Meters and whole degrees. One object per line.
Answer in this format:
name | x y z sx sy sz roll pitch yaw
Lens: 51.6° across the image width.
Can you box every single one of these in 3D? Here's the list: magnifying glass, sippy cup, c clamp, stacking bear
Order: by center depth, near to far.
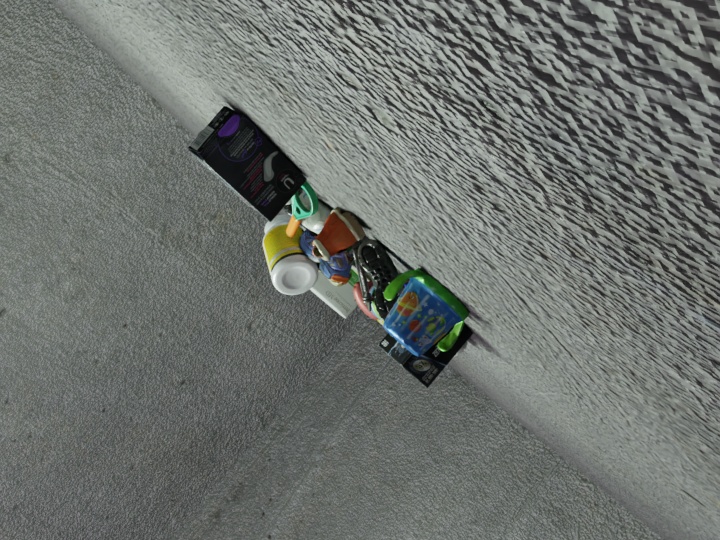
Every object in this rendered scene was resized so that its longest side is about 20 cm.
sippy cup | 0.117 0.089 1.432 0.178 0.130 0.140 41 177 1
magnifying glass | -0.138 -0.132 1.664 0.080 0.022 0.200 53 153 12
c clamp | 0.000 0.000 1.681 0.171 0.027 0.201 -140 37 -83
stacking bear | 0.084 0.067 1.752 0.200 0.121 0.114 1 110 66

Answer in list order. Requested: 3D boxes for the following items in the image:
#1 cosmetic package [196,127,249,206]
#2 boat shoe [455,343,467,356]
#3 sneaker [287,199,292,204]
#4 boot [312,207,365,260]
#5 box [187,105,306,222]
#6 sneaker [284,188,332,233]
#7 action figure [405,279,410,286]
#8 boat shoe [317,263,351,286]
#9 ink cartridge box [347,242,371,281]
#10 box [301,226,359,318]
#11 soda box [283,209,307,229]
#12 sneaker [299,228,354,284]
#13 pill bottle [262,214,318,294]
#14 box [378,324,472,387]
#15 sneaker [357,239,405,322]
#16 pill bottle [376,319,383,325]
cosmetic package | -0.307 -0.264 1.832 0.200 0.090 0.107 42 -154 -39
boat shoe | 0.235 0.174 1.848 0.065 0.074 0.200 11 170 0
sneaker | -0.207 -0.221 1.732 0.200 0.076 0.080 48 -173 26
boot | -0.061 -0.071 1.550 0.075 0.107 0.200 52 176 -9
box | -0.227 -0.214 1.502 0.200 0.122 0.106 44 175 -37
sneaker | -0.118 -0.137 1.741 0.072 0.072 0.200 34 -174 -44
action figure | 0.117 0.045 1.581 0.200 0.052 0.065 33 178 36
boat shoe | -0.093 -0.031 1.838 0.201 0.072 0.066 39 166 48
ink cartridge box | 0.010 -0.017 1.885 0.200 0.059 0.104 44 176 -35
box | -0.089 -0.013 2.100 0.199 0.171 0.200 43 176 -36
soda box | -0.122 -0.134 1.860 0.200 0.063 0.071 39 177 40
sneaker | -0.070 -0.046 1.699 0.075 0.079 0.200 18 -161 -44
pill bottle | -0.174 -0.044 1.802 0.112 0.112 0.200 44 -164 -41
box | 0.146 0.159 1.731 0.086 0.164 0.200 41 177 -16
sneaker | 0.062 0.029 1.543 0.079 0.075 0.201 22 -134 -64
pill bottle | 0.128 0.131 1.995 0.200 0.114 0.114 39 176 45
